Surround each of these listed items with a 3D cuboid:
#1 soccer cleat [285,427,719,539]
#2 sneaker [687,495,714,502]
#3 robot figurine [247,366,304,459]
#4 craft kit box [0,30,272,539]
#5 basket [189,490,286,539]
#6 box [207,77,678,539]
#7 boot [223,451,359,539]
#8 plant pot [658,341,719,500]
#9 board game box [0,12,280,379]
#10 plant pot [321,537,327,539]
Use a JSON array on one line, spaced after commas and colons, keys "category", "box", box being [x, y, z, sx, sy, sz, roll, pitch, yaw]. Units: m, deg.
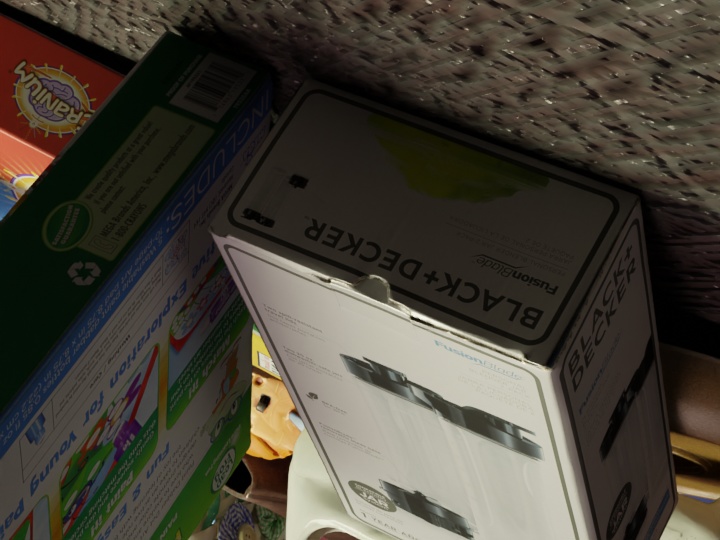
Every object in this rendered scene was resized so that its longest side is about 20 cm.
[{"category": "soccer cleat", "box": [0.066, 0.106, 0.741, 0.198, 0.078, 0.069, 13, 168, 10]}, {"category": "sneaker", "box": [0.146, 0.186, 0.932, 0.080, 0.200, 0.116, 20, -144, -13]}, {"category": "robot figurine", "box": [0.047, 0.081, 0.855, 0.198, 0.059, 0.145, 24, -156, 4]}, {"category": "craft kit box", "box": [-0.094, 0.061, 0.586, 0.048, 0.201, 0.199, 22, 140, 16]}, {"category": "basket", "box": [-0.115, 0.163, 1.006, 0.138, 0.202, 0.176, 15, -158, 14]}, {"category": "box", "box": [0.036, 0.035, 0.599, 0.116, 0.060, 0.201, 21, 156, 26]}, {"category": "boot", "box": [0.007, 0.122, 0.890, 0.165, 0.073, 0.199, 16, -172, -43]}, {"category": "plant pot", "box": [0.109, 0.060, 0.734, 0.198, 0.028, 0.200, 14, 168, 3]}, {"category": "board game box", "box": [-0.091, -0.028, 0.725, 0.199, 0.041, 0.153, 27, 163, 8]}, {"category": "plant pot", "box": [-0.007, 0.166, 1.174, 0.198, 0.201, 0.179, 26, -171, -8]}]
